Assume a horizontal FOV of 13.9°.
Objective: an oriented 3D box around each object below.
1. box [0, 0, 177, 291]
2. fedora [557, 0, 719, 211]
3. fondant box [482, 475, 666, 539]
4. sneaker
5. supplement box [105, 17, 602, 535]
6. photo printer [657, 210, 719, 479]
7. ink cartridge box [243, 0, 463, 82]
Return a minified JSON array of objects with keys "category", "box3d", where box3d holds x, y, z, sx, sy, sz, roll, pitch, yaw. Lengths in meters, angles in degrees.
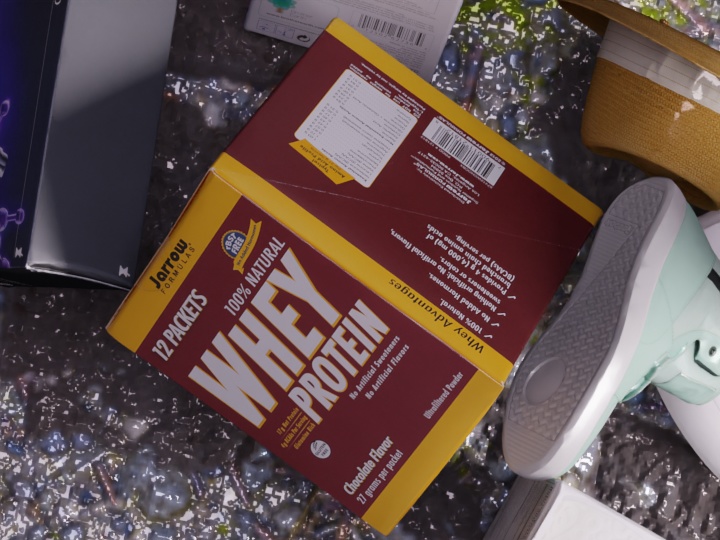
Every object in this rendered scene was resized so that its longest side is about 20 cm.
[{"category":"box","box3d":[-0.182,-0.093,1.699,0.079,0.141,0.201,13,83,-39]},{"category":"fedora","box3d":[0.183,-0.089,1.709,0.200,0.201,0.082,28,93,-1]},{"category":"fondant box","box3d":[0.151,0.173,1.678,0.144,0.200,0.058,30,89,-2]},{"category":"sneaker","box3d":[0.159,0.059,1.651,0.118,0.074,0.201,48,57,-29]},{"category":"supplement box","box3d":[0.000,0.000,1.665,0.197,0.200,0.133,36,126,0]},{"category":"photo printer","box3d":[0.268,0.029,1.765,0.199,0.069,0.167,-25,88,-5]},{"category":"ink cartridge box","box3d":[0.005,-0.182,1.700,0.119,0.200,0.042,16,67,-3]}]
